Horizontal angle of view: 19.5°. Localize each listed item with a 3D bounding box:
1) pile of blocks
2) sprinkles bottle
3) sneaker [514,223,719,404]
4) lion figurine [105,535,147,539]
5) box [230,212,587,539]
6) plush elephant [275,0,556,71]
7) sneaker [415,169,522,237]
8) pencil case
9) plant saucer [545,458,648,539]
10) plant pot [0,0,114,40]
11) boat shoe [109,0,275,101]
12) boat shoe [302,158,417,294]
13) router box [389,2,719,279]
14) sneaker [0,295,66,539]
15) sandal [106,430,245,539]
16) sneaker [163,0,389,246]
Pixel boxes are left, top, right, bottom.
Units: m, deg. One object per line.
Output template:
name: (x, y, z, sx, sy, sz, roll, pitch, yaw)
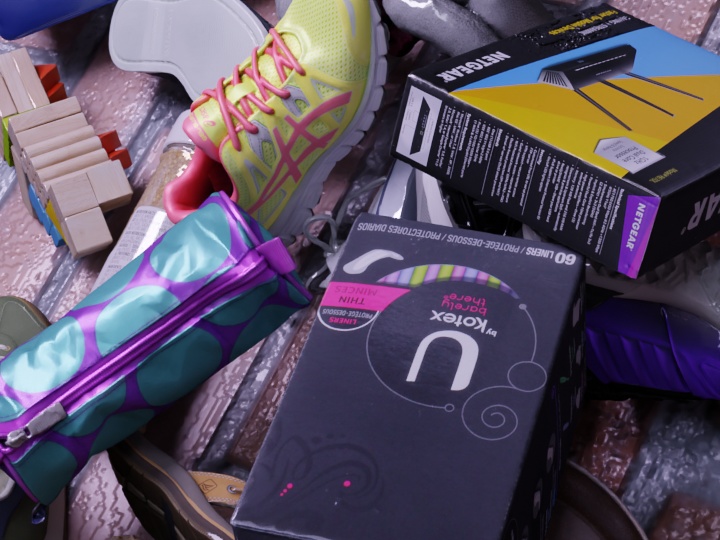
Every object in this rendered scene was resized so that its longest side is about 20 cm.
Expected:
pile of blocks: (-0.185, -0.070, 1.333, 0.062, 0.082, 0.200, -20, 44, -17)
sprinkles bottle: (-0.120, 0.001, 1.256, 0.068, 0.068, 0.200, 12, 65, 30)
sneaker: (0.160, 0.036, 1.094, 0.200, 0.100, 0.070, 26, 41, -2)
lion figurine: (-0.099, 0.185, 1.082, 0.200, 0.072, 0.123, 144, 129, -60)
box: (0.030, 0.084, 0.991, 0.122, 0.106, 0.200, 8, 48, 14)
plush elephant: (0.021, -0.165, 1.253, 0.155, 0.200, 0.165, -27, 57, 29)
sneaker: (0.053, -0.003, 1.152, 0.079, 0.074, 0.201, -23, 67, 49)
pencil case: (-0.126, 0.044, 1.147, 0.200, 0.085, 0.092, -38, 7, -5)
plant saucer: (0.058, 0.184, 1.053, 0.200, 0.034, 0.201, -4, 75, 13)
plant pot: (-0.189, -0.302, 1.387, 0.200, 0.180, 0.200, -20, 36, 12)
boat shoe: (-0.088, -0.141, 1.301, 0.200, 0.060, 0.076, 30, 111, 54)
boat shoe: (0.002, 0.003, 1.206, 0.086, 0.075, 0.202, 3, 68, 35)
router box: (0.132, -0.073, 1.079, 0.149, 0.051, 0.200, 29, 31, 25)
sneaker: (-0.217, 0.084, 1.233, 0.067, 0.090, 0.201, -19, 53, 13)
sandal: (-0.074, 0.145, 1.152, 0.055, 0.082, 0.200, -27, 41, -22)
sneaker: (-0.051, -0.088, 1.169, 0.078, 0.090, 0.200, 57, 135, 38)
